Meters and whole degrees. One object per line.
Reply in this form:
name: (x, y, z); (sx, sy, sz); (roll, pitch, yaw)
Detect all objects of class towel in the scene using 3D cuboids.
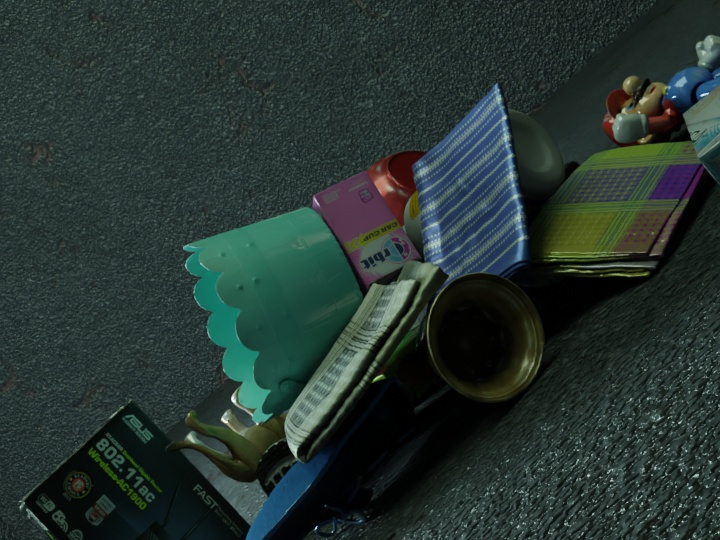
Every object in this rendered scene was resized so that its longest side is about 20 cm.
towel: (-0.004, 0.071, 0.922); (0.201, 0.034, 0.193); (-53, 3, -5)
towel: (0.228, -0.056, 0.935); (0.142, 0.023, 0.200); (-2, 34, 39)
towel: (0.097, -0.055, 0.970); (0.145, 0.024, 0.202); (-43, 42, 46)

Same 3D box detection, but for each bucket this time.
bucket: (-0.083, 0.042, 1.085); (0.133, 0.209, 0.207); (-22, -1, -16)

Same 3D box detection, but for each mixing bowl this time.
mixing bowl: (0.070, -0.080, 1.333); (0.200, 0.198, 0.109); (-46, -24, -47)

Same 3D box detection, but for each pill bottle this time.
pill bottle: (0.113, -0.067, 1.083); (0.200, 0.104, 0.104); (-47, 0, 43)

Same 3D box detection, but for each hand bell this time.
hand bell: (0.070, 0.076, 0.925); (0.104, 0.104, 0.200); (-43, 3, -23)

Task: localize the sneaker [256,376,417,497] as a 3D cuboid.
sneaker: (-0.019, 0.173, 1.051); (0.199, 0.074, 0.080); (-34, -4, 25)

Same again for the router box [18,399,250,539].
router box: (-0.229, 0.259, 1.085); (0.150, 0.200, 0.062); (-44, 1, -28)

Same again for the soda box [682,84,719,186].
soda box: (0.307, -0.106, 0.836); (0.068, 0.064, 0.200); (-40, 4, 21)

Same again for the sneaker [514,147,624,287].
sneaker: (0.213, -0.041, 1.059); (0.199, 0.075, 0.087); (-35, -5, -22)

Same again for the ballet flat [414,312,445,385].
ballet flat: (0.108, 0.049, 1.083); (0.072, 0.072, 0.200); (-39, 7, 28)

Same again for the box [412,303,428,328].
box: (0.044, 0.043, 1.407); (0.152, 0.107, 0.200); (-37, 6, 42)

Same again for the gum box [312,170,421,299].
gum box: (0.000, 0.000, 1.132); (0.066, 0.114, 0.201); (-26, -22, -16)

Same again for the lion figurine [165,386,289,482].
lion figurine: (-0.115, 0.190, 1.132); (0.073, 0.122, 0.200); (-59, -14, 25)

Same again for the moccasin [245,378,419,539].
moccasin: (-0.013, 0.178, 0.890); (0.200, 0.068, 0.080); (-45, 13, -26)

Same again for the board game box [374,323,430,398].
board game box: (0.021, 0.128, 1.183); (0.102, 0.048, 0.200); (-45, 5, -35)

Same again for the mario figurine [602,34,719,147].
mario figurine: (0.338, -0.198, 1.138); (0.122, 0.107, 0.199); (-1, -15, -37)

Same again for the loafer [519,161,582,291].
loafer: (0.201, -0.039, 1.151); (0.201, 0.068, 0.071); (-50, -12, -35)
